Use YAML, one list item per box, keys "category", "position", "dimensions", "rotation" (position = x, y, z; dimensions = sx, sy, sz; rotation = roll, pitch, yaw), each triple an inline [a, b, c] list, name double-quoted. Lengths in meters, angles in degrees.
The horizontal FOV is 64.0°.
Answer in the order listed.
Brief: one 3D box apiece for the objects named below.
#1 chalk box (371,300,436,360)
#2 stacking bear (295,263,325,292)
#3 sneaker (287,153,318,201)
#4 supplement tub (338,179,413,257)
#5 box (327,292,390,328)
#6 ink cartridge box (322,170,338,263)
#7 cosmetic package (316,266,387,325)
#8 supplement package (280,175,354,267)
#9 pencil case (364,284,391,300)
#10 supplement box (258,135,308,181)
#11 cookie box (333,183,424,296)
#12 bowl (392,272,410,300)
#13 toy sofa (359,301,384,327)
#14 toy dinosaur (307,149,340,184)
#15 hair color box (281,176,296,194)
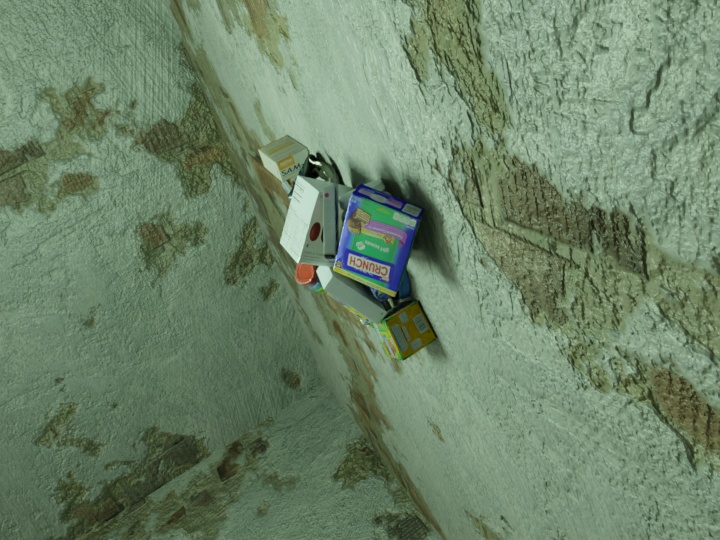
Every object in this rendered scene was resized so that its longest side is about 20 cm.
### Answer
- category: "chalk box"
  position: [0.116, 0.175, 1.697]
  dimensions: [0.127, 0.122, 0.200]
  rotation: [62, 165, -1]
- category: "stacking bear"
  position: [-0.115, 0.025, 1.962]
  dimensions: [0.112, 0.197, 0.125]
  rotation: [-22, 53, 42]
- category: "sneaker"
  position: [-0.178, -0.294, 1.812]
  dimensions: [0.074, 0.080, 0.203]
  rotation: [53, -148, -30]
- category: "supplement tub"
  position: [0.037, -0.107, 1.443]
  dimensions: [0.205, 0.142, 0.144]
  rotation: [66, 164, -15]
- category: "box"
  position: [-0.003, 0.096, 1.783]
  dimensions: [0.198, 0.065, 0.069]
  rotation: [38, 153, -21]
- category: "ink cartridge box"
  position: [-0.070, -0.128, 1.399]
  dimensions: [0.095, 0.036, 0.207]
  rotation: [74, -163, -78]
- category: "cosmetic package"
  position: [-0.027, 0.060, 1.645]
  dimensions: [0.198, 0.052, 0.151]
  rotation: [34, -173, -21]
- category: "supplement package"
  position: [-0.096, -0.131, 1.616]
  dimensions: [0.147, 0.187, 0.206]
  rotation: [41, 118, 51]
- category: "pencil case"
  position: [0.027, 0.011, 1.644]
  dimensions: [0.199, 0.084, 0.080]
  rotation: [40, 133, 54]
- category: "supplement box"
  position: [-0.263, -0.391, 2.001]
  dimensions: [0.200, 0.124, 0.075]
  rotation: [42, 156, 53]
- category: "cookie box"
  position: [0.040, -0.068, 1.331]
  dimensions: [0.167, 0.075, 0.205]
  rotation: [21, 120, 10]
- category: "bowl"
  position: [0.077, -0.005, 1.682]
  dimensions: [0.203, 0.039, 0.202]
  rotation: [55, 163, 25]
- category: "toy sofa"
  position: [0.012, 0.078, 1.898]
  dimensions: [0.204, 0.082, 0.097]
  rotation: [60, -165, 10]
- category: "toy dinosaur"
  position: [-0.093, -0.282, 1.758]
  dimensions: [0.101, 0.076, 0.206]
  rotation: [-4, 108, 61]
- category: "hair color box"
  position: [-0.193, -0.268, 2.027]
  dimensions: [0.202, 0.097, 0.061]
  rotation: [56, 165, 23]
